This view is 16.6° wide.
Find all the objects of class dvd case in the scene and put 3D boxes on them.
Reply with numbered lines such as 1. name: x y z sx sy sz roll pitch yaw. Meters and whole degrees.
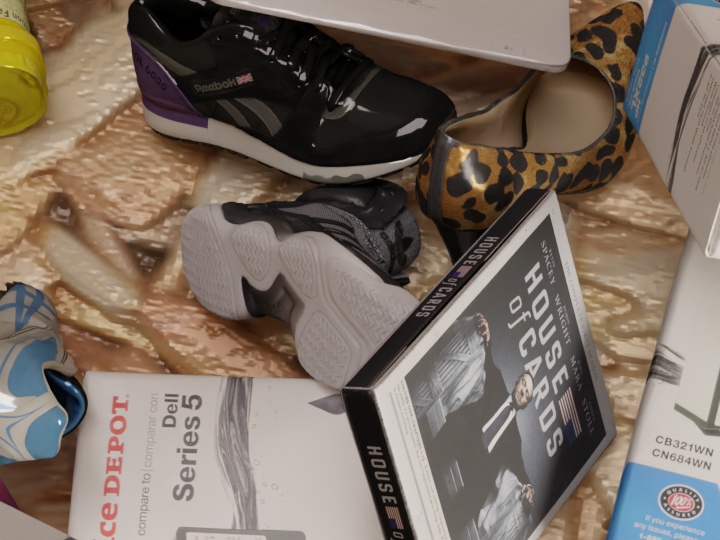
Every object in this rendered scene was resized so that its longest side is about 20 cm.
1. dvd case: 0.064 0.071 1.234 0.025 0.151 0.200 1 30 34

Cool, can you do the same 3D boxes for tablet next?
1. tablet: 0.018 -0.164 1.361 0.199 0.014 0.130 11 36 -5

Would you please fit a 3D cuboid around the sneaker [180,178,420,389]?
1. sneaker: 0.000 0.000 1.306 0.113 0.076 0.200 -18 28 -35

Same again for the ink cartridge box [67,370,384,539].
1. ink cartridge box: -0.049 0.136 1.285 0.199 0.084 0.146 1 68 4

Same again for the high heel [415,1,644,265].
1. high heel: 0.100 -0.093 1.337 0.071 0.143 0.200 25 71 23

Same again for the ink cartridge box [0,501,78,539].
1. ink cartridge box: -0.151 0.201 1.178 0.199 0.146 0.085 19 43 33

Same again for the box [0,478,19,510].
1. box: -0.313 0.137 1.295 0.199 0.097 0.176 29 72 13

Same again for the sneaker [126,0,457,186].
1. sneaker: -0.045 -0.108 1.350 0.199 0.088 0.076 11 46 27

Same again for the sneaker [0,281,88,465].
1. sneaker: -0.176 0.058 1.284 0.072 0.200 0.072 25 101 -6

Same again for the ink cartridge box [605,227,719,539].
1. ink cartridge box: 0.218 0.079 1.292 0.145 0.084 0.201 14 69 8

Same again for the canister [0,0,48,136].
1. canister: -0.266 -0.175 1.428 0.148 0.087 0.201 -11 66 -2

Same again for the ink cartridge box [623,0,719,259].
1. ink cartridge box: 0.232 -0.070 1.277 0.144 0.084 0.200 11 24 -12
